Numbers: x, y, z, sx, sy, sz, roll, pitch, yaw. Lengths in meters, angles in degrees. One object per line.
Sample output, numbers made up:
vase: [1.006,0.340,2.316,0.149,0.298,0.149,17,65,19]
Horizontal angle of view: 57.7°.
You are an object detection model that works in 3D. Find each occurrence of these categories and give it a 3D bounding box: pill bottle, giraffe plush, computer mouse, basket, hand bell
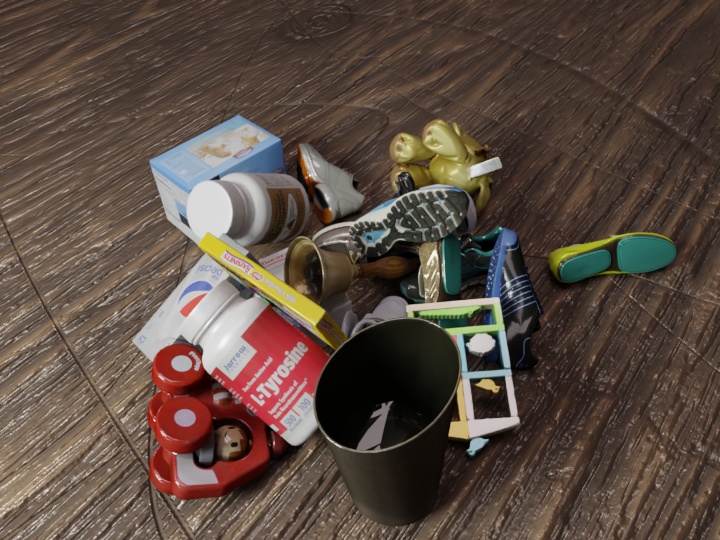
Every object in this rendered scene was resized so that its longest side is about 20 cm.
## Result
pill bottle: [-0.118,0.108,0.797,0.199,0.112,0.113,41,52,-2]
giraffe plush: [0.164,-0.190,1.161,0.197,0.175,0.162,1,21,21]
computer mouse: [0.126,-0.101,1.035,0.044,0.111,0.199,-30,24,-22]
basket: [0.033,0.183,0.726,0.135,0.202,0.180,25,49,28]
hand bell: [0.000,0.000,0.935,0.198,0.105,0.104,-5,37,-37]
pill bottle: [-0.176,-0.097,1.039,0.113,0.116,0.199,20,15,24]

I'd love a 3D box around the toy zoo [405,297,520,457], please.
toy zoo: [0.131,0.137,0.846,0.129,0.021,0.203,-5,65,3]

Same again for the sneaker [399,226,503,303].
sneaker: [0.150,-0.015,1.005,0.197,0.092,0.078,-19,44,-15]

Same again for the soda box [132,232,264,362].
soda box: [-0.225,0.050,0.930,0.063,0.068,0.201,32,78,32]

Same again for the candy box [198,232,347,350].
candy box: [-0.108,0.027,0.814,0.199,0.102,0.027,32,80,25]

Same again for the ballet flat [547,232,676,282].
ballet flat: [0.388,-0.027,1.026,0.197,0.068,0.067,-10,22,-4]

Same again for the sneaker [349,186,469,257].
sneaker: [0.073,-0.089,0.954,0.198,0.079,0.090,-13,28,40]

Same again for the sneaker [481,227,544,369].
sneaker: [0.220,0.040,0.929,0.077,0.070,0.203,10,73,0]

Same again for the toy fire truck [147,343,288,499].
toy fire truck: [-0.177,0.185,0.821,0.165,0.113,0.201,1,41,-22]

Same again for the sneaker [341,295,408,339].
sneaker: [0.026,0.085,0.891,0.074,0.116,0.201,12,46,15]

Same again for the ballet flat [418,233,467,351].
ballet flat: [0.114,0.047,0.939,0.070,0.065,0.203,13,72,-38]

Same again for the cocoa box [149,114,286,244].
cocoa box: [-0.244,-0.160,1.159,0.133,0.133,0.199,32,54,33]

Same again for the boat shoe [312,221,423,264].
boat shoe: [0.015,-0.037,1.055,0.197,0.072,0.060,-4,59,11]

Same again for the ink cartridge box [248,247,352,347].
ink cartridge box: [-0.108,0.033,0.992,0.115,0.067,0.200,-24,47,-19]

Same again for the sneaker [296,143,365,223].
sneaker: [-0.056,-0.165,1.203,0.091,0.076,0.201,-13,51,-20]
